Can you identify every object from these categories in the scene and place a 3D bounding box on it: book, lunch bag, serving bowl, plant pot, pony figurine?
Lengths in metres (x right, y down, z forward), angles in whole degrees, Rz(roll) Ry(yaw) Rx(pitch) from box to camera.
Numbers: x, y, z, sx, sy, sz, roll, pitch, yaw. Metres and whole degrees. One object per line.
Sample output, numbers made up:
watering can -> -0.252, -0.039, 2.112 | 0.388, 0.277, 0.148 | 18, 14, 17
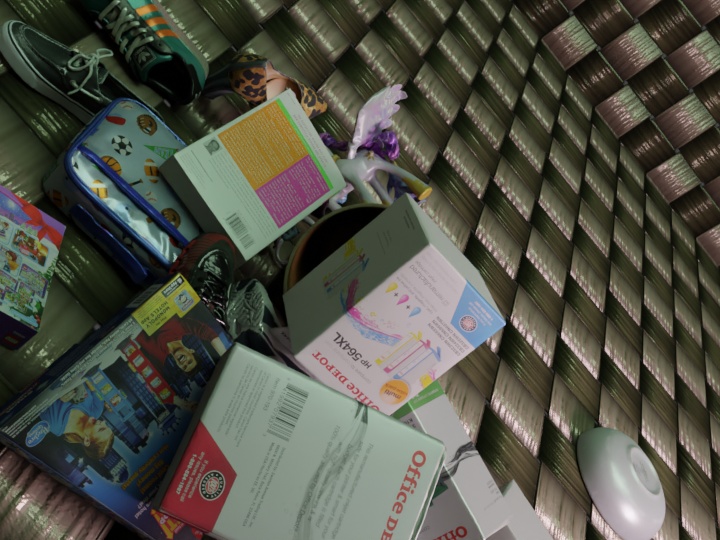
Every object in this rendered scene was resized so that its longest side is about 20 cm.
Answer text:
book -> -0.110, -0.104, 1.153 | 0.134, 0.048, 0.200 | 55, 43, -5
lunch bag -> -0.226, -0.072, 1.107 | 0.200, 0.075, 0.161 | 44, 40, -17
serving bowl -> 0.437, 0.340, 1.707 | 0.200, 0.066, 0.201 | 37, 34, -29
plant pot -> 0.000, 0.000, 1.238 | 0.187, 0.186, 0.200 | 49, 4, -12
pony figurine -> 0.003, -0.152, 1.477 | 0.193, 0.167, 0.200 | -29, 66, -36

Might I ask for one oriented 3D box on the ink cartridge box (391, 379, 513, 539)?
ink cartridge box -> 0.051, 0.224, 1.152 | 0.084, 0.146, 0.201 | -13, 70, -59

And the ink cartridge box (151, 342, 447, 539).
ink cartridge box -> -0.049, 0.170, 0.864 | 0.199, 0.083, 0.146 | 27, 71, -9

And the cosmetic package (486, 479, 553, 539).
cosmetic package -> 0.187, 0.368, 1.251 | 0.201, 0.107, 0.085 | 58, 28, 2

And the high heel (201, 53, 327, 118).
high heel -> -0.098, -0.237, 1.379 | 0.199, 0.142, 0.072 | 5, 83, -36

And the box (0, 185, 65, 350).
box -> -0.359, -0.035, 0.908 | 0.200, 0.039, 0.137 | 36, 34, -31

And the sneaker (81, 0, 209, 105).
sneaker -> -0.266, -0.284, 1.281 | 0.200, 0.071, 0.080 | 41, 27, -27

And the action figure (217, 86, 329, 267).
action figure -> -0.109, -0.129, 1.326 | 0.200, 0.134, 0.149 | 43, -24, 37

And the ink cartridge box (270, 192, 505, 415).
ink cartridge box -> 0.020, 0.048, 1.061 | 0.129, 0.200, 0.125 | 44, 12, -25

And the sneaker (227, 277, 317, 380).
sneaker -> -0.092, 0.107, 1.135 | 0.130, 0.079, 0.199 | 51, 6, -41

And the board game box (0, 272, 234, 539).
board game box -> -0.179, 0.142, 0.902 | 0.200, 0.062, 0.200 | -43, 110, -27

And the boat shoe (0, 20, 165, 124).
boat shoe -> -0.302, -0.210, 1.148 | 0.199, 0.068, 0.074 | 44, 30, -21

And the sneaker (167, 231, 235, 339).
sneaker -> -0.157, 0.044, 1.014 | 0.071, 0.098, 0.201 | 37, 56, -27
